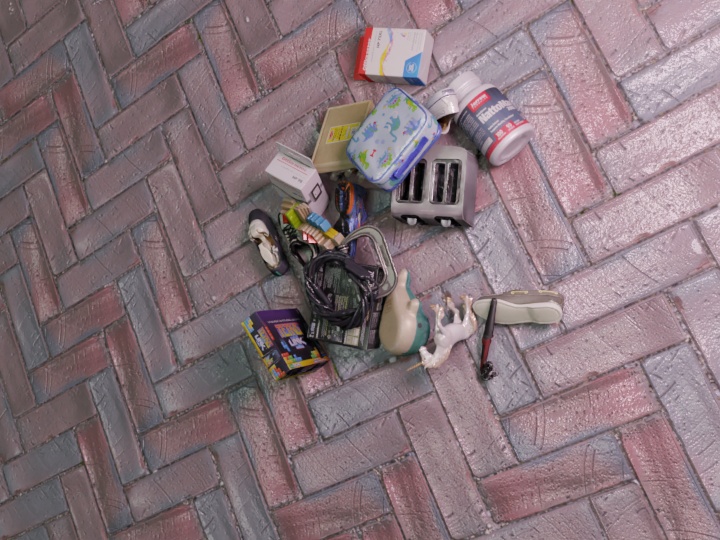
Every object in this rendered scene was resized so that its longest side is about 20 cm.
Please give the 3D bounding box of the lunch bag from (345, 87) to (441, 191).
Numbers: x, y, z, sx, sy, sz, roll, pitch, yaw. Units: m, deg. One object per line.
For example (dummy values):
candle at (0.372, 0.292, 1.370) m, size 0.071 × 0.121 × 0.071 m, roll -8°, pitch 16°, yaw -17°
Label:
lunch bag at (0.072, -0.286, 1.500) m, size 0.200 × 0.082 × 0.161 m, roll -51°, pitch 52°, yaw 14°

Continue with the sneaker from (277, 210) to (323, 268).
sneaker at (-0.154, -0.082, 1.715) m, size 0.076 × 0.088 × 0.200 m, roll -43°, pitch 72°, yaw 18°

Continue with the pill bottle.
pill bottle at (0.281, -0.346, 1.521) m, size 0.120 × 0.119 × 0.200 m, roll -43°, pitch 73°, yaw 16°

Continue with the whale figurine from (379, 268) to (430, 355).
whale figurine at (0.109, 0.102, 1.597) m, size 0.159 × 0.103 × 0.201 m, roll -39°, pitch 46°, yaw 54°

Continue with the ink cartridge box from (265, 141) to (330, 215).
ink cartridge box at (-0.157, -0.216, 1.655) m, size 0.115 × 0.200 × 0.067 m, roll 29°, pitch 75°, yaw 22°

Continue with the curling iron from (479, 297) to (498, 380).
curling iron at (0.293, 0.155, 1.517) m, size 0.049 × 0.025 × 0.201 m, roll 19°, pitch 114°, yaw 44°

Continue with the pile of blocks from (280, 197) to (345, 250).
pile of blocks at (-0.131, -0.108, 1.648) m, size 0.199 × 0.082 × 0.062 m, roll 32°, pitch 67°, yaw 26°

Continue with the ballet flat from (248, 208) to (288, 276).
ballet flat at (-0.249, -0.077, 1.765) m, size 0.073 × 0.073 × 0.201 m, roll -31°, pitch 76°, yaw 19°

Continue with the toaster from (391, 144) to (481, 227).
toaster at (0.176, -0.199, 1.562) m, size 0.180 × 0.119 × 0.202 m, roll 5°, pitch 90°, yaw 22°

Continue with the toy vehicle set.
toy vehicle set at (-0.043, -0.327, 1.651) m, size 0.123 × 0.027 × 0.201 m, roll -4°, pitch 55°, yaw 27°

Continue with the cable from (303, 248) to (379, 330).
cable at (-0.054, 0.044, 1.580) m, size 0.199 × 0.051 × 0.164 m, roll 32°, pitch 113°, yaw 22°

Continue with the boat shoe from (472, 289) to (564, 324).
boat shoe at (0.351, 0.076, 1.508) m, size 0.201 × 0.072 × 0.060 m, roll 1°, pitch 44°, yaw 30°

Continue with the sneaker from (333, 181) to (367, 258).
sneaker at (-0.017, -0.119, 1.666) m, size 0.075 × 0.078 × 0.201 m, roll 25°, pitch 116°, yaw 46°

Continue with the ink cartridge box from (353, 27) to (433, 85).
ink cartridge box at (0.068, -0.522, 1.647) m, size 0.199 × 0.067 × 0.117 m, roll 11°, pitch 92°, yaw 24°

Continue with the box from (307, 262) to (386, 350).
box at (-0.028, 0.080, 1.654) m, size 0.163 × 0.086 × 0.202 m, roll 8°, pitch 90°, yaw 23°

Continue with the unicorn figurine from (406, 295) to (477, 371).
unicorn figurine at (0.193, 0.137, 1.517) m, size 0.074 × 0.199 × 0.138 m, roll 10°, pitch 114°, yaw 65°

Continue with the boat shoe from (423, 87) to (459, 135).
boat shoe at (0.172, -0.339, 1.542) m, size 0.071 × 0.200 × 0.070 m, roll -17°, pitch 82°, yaw -21°

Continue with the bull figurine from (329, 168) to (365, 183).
bull figurine at (0.005, -0.272, 1.648) m, size 0.199 × 0.065 × 0.122 m, roll -31°, pitch 40°, yaw 13°

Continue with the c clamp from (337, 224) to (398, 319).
c clamp at (0.000, 0.000, 1.586) m, size 0.170 × 0.027 × 0.201 m, roll -16°, pitch 82°, yaw 21°

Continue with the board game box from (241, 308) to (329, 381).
board game box at (-0.179, 0.176, 1.654) m, size 0.057 × 0.200 × 0.166 m, roll -38°, pitch 75°, yaw 19°
